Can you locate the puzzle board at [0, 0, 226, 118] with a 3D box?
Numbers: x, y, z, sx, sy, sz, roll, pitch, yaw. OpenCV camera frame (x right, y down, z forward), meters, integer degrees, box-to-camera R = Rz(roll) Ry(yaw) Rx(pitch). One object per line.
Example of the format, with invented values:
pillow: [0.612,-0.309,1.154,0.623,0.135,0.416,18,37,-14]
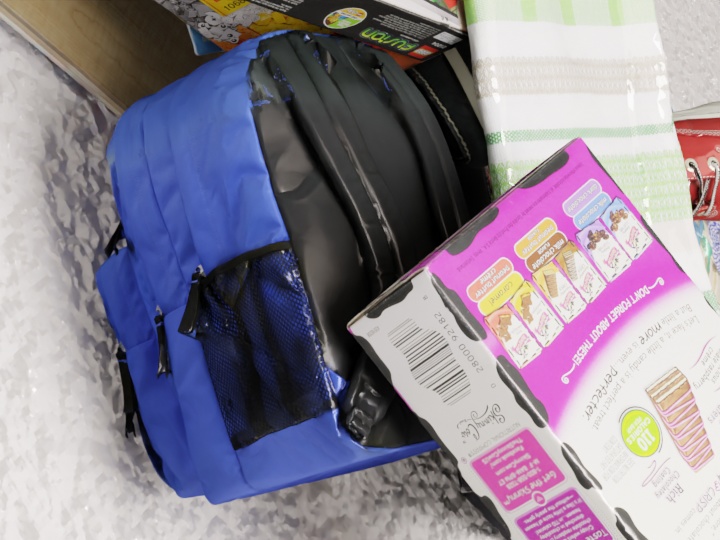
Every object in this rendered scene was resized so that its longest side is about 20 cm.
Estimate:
puzzle board: [-0.112,-0.134,0.973,0.200,0.017,0.151,41,40,-33]

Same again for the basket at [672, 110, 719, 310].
basket: [0.168,-0.007,1.185,0.200,0.138,0.177,78,4,-65]

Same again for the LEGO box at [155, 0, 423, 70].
LEGO box: [-0.041,-0.205,0.920,0.149,0.077,0.201,32,48,-42]

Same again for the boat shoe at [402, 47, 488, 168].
boat shoe: [0.020,-0.089,0.965,0.075,0.066,0.199,64,-4,-29]

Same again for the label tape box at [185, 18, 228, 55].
label tape box: [-0.099,-0.202,0.964,0.143,0.066,0.201,-19,90,-57]

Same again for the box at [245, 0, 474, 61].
box: [-0.027,-0.168,0.818,0.199,0.035,0.111,11,64,-51]

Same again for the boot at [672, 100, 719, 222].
boot: [0.174,-0.038,1.010,0.144,0.199,0.073,-81,173,-63]

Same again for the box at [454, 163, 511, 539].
box: [0.074,0.042,1.039,0.161,0.049,0.201,58,21,-67]

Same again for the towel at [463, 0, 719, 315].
towel: [0.115,-0.063,0.901,0.149,0.031,0.201,-9,88,-48]

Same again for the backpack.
backpack: [-0.039,-0.002,0.853,0.162,0.167,0.201,-4,76,-60]

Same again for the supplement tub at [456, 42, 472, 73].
supplement tub: [0.097,-0.148,1.187,0.200,0.107,0.108,-21,87,-57]

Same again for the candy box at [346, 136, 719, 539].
candy box: [0.105,0.060,0.782,0.200,0.061,0.136,52,45,1]
